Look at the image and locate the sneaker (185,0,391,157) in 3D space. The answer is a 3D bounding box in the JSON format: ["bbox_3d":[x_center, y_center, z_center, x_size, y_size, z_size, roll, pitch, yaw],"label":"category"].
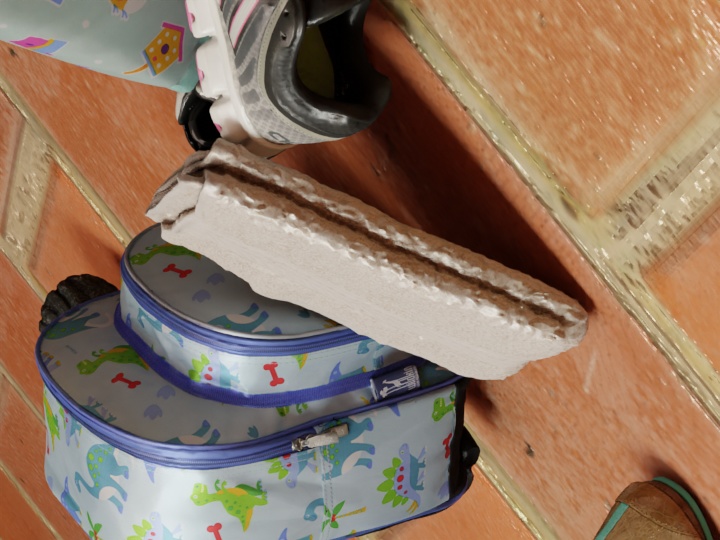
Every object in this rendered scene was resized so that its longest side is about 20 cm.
[{"bbox_3d":[-0.036,-0.139,1.282,0.087,0.074,0.201,7,122,39],"label":"sneaker"}]

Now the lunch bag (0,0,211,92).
[{"bbox_3d":[-0.166,-0.179,1.358,0.170,0.122,0.200,18,-167,-47],"label":"lunch bag"}]

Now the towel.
[{"bbox_3d":[0.000,0.000,1.379,0.199,0.035,0.133,23,167,-9],"label":"towel"}]

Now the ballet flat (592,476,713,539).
[{"bbox_3d":[0.160,0.192,1.422,0.068,0.072,0.201,22,146,58],"label":"ballet flat"}]

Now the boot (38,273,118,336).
[{"bbox_3d":[-0.127,0.105,1.995,0.157,0.079,0.212,17,131,52],"label":"boot"}]

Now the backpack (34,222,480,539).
[{"bbox_3d":[-0.062,0.055,1.518,0.183,0.199,0.148,37,138,46],"label":"backpack"}]

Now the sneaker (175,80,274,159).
[{"bbox_3d":[-0.062,-0.085,1.448,0.074,0.080,0.200,51,165,0],"label":"sneaker"}]
